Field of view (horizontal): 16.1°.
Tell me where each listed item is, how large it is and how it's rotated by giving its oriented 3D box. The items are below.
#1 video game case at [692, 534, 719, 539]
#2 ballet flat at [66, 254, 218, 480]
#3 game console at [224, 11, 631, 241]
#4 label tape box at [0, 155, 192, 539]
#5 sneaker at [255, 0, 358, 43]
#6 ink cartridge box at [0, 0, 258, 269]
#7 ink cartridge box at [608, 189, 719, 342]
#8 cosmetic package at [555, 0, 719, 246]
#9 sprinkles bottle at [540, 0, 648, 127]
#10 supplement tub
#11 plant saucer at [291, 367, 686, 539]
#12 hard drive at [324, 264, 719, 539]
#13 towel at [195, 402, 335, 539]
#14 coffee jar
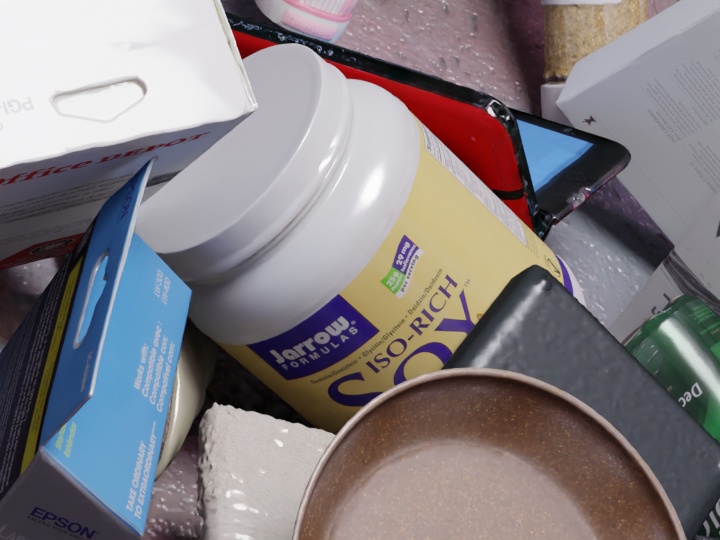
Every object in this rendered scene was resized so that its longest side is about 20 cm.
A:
[{"bbox_3d":[0.226,0.231,1.222,0.199,0.025,0.182,12,87,-24],"label":"video game case"},{"bbox_3d":[-0.102,0.024,1.255,0.069,0.070,0.201,6,50,-28],"label":"ballet flat"},{"bbox_3d":[0.026,-0.097,1.351,0.199,0.173,0.119,19,62,25],"label":"game console"},{"bbox_3d":[-0.122,0.068,1.098,0.066,0.200,0.144,26,42,-18],"label":"label tape box"},{"bbox_3d":[-0.030,-0.218,1.450,0.075,0.105,0.201,13,26,-22],"label":"sneaker"},{"bbox_3d":[-0.157,-0.062,1.127,0.146,0.200,0.083,-14,80,-32],"label":"ink cartridge box"},{"bbox_3d":[0.242,0.019,1.374,0.145,0.200,0.083,46,48,12],"label":"ink cartridge box"},{"bbox_3d":[0.230,-0.065,1.433,0.200,0.150,0.052,48,38,-17],"label":"cosmetic package"},{"bbox_3d":[0.137,-0.184,1.502,0.068,0.068,0.202,-7,97,-36],"label":"sprinkles bottle"},{"bbox_3d":[0.000,0.000,1.232,0.200,0.145,0.146,42,36,-31],"label":"supplement tub"},{"bbox_3d":[0.053,0.143,1.083,0.199,0.037,0.202,10,68,-25],"label":"plant saucer"},{"bbox_3d":[0.072,0.112,1.145,0.140,0.033,0.200,44,59,-7],"label":"hard drive"},{"bbox_3d":[0.014,0.140,1.168,0.199,0.035,0.133,18,45,-21],"label":"towel"},{"bbox_3d":[0.203,0.116,1.328,0.200,0.104,0.085,46,18,12],"label":"coffee jar"}]
